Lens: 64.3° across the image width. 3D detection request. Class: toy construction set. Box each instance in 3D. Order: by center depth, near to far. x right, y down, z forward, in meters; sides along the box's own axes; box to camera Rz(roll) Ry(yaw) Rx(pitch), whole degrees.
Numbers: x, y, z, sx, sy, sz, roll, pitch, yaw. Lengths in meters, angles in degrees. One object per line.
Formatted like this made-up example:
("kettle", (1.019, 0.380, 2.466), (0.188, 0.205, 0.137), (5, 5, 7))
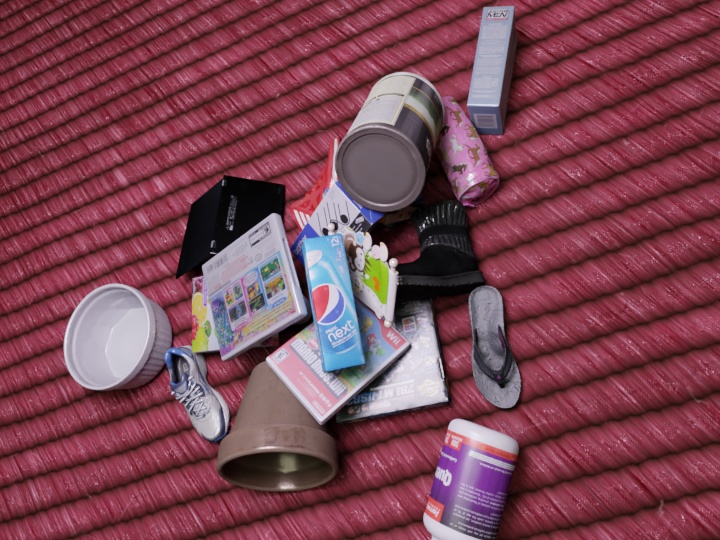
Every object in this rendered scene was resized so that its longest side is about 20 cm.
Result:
("toy construction set", (0.040, -0.138, 1.044), (0.198, 0.093, 0.131), (-29, 51, -25))

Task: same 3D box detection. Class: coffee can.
("coffee can", (0.053, -0.216, 0.943), (0.143, 0.148, 0.202), (2, 41, 18))

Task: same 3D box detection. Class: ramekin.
("ramekin", (-0.467, 0.136, 1.129), (0.196, 0.105, 0.205), (-5, 73, 16))

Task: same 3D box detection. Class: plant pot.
("plant pot", (-0.133, 0.249, 0.954), (0.196, 0.201, 0.177), (-12, 53, 14))

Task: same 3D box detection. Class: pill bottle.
("pill bottle", (0.161, 0.336, 0.860), (0.110, 0.112, 0.204), (14, 78, 21))

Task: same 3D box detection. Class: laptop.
("laptop", (-0.262, -0.080, 1.157), (0.195, 0.117, 0.191), (7, 59, -9))

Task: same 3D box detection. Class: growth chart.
("growth chart", (0.000, 0.000, 0.926), (0.017, 0.147, 0.199), (-20, 33, -28))

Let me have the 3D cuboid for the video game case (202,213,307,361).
("video game case", (-0.187, 0.031, 0.977), (0.198, 0.024, 0.185), (-30, 67, 29))

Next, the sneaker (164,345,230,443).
("sneaker", (-0.314, 0.228, 1.062), (0.077, 0.085, 0.201), (-36, 67, 4))

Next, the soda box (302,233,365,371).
("soda box", (-0.044, 0.051, 0.894), (0.063, 0.068, 0.205), (-10, 83, -10))

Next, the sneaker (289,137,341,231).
("sneaker", (-0.085, -0.160, 1.112), (0.113, 0.078, 0.205), (-2, 72, 16))

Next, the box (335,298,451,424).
("box", (0.043, 0.146, 0.991), (0.196, 0.050, 0.203), (-14, 70, 12))

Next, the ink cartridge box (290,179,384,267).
("ink cartridge box", (-0.047, -0.066, 1.007), (0.094, 0.200, 0.044), (46, 47, 5))

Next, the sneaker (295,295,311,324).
("sneaker", (-0.176, 0.034, 1.085), (0.198, 0.072, 0.073), (31, 86, 25))

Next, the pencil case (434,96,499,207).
("pencil case", (0.177, -0.216, 1.041), (0.081, 0.087, 0.203), (-19, 66, -10))

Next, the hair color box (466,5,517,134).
("hair color box", (0.245, -0.366, 1.055), (0.059, 0.099, 0.204), (7, 76, 20))

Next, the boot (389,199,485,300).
("boot", (0.109, -0.037, 0.969), (0.079, 0.208, 0.161), (-36, 62, 51))

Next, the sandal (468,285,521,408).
("sandal", (0.212, 0.124, 0.941), (0.074, 0.048, 0.205), (-13, 74, 16))

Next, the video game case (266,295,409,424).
("video game case", (-0.035, 0.135, 0.939), (0.199, 0.018, 0.143), (-36, 63, -25))

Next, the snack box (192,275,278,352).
("snack box", (-0.234, 0.073, 1.055), (0.197, 0.052, 0.146), (-10, 79, 38))
